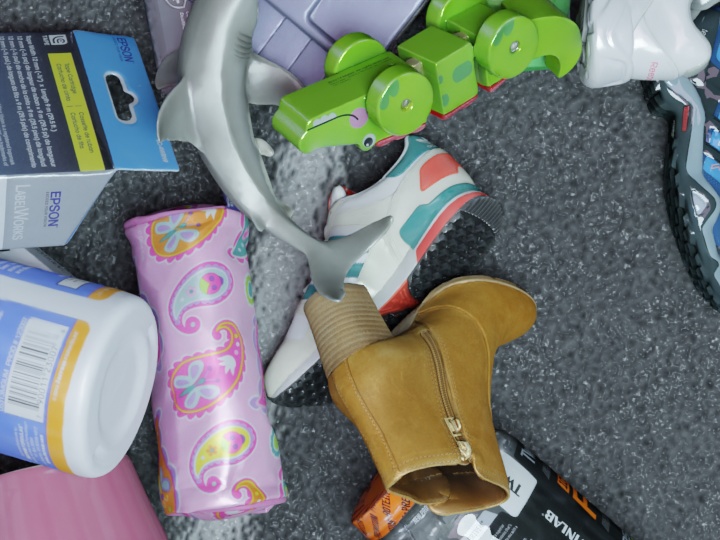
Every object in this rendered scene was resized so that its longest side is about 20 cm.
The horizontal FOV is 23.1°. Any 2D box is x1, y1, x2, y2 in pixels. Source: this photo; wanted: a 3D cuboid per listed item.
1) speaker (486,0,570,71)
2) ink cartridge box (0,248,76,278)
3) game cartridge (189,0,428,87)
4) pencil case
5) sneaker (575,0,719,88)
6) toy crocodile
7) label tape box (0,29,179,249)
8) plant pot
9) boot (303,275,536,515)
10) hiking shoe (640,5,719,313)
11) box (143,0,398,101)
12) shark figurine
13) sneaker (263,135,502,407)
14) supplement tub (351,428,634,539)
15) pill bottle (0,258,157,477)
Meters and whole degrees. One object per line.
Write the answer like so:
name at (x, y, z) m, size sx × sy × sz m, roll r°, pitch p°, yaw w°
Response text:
speaker at (0.087, -0.227, 1.108) m, size 0.087 × 0.088 × 0.202 m, roll -3°, pitch 94°, yaw 0°
ink cartridge box at (-0.266, 0.002, 1.145) m, size 0.200 × 0.044 × 0.094 m, roll 40°, pitch 93°, yaw -2°
game cartridge at (-0.004, -0.209, 1.069) m, size 0.129 × 0.038 × 0.201 m, roll 38°, pitch 101°, yaw 1°
pencil case at (-0.096, 0.056, 1.115) m, size 0.086 × 0.087 × 0.202 m, roll -8°, pitch 82°, yaw 1°
sneaker at (0.186, -0.200, 1.097) m, size 0.098 × 0.078 × 0.202 m, roll 6°, pitch 71°, yaw -1°
toy crocodile at (0.041, -0.113, 1.025) m, size 0.199 × 0.067 × 0.062 m, roll -28°, pitch 129°, yaw -23°
label tape box at (-0.225, -0.081, 1.081) m, size 0.198 × 0.144 × 0.067 m, roll -3°, pitch 134°, yaw -21°
plant pot at (-0.186, 0.218, 1.101) m, size 0.198 × 0.200 × 0.181 m, roll -16°, pitch 79°, yaw 1°
boot at (0.060, 0.078, 1.070) m, size 0.071 × 0.200 × 0.145 m, roll -47°, pitch 57°, yaw 34°
hiking shoe at (0.236, -0.073, 1.125) m, size 0.086 × 0.074 × 0.202 m, roll -12°, pitch 94°, yaw 2°
box at (-0.067, -0.219, 1.127) m, size 0.157 × 0.046 × 0.202 m, roll -9°, pitch 95°, yaw 1°
shark figurine at (-0.079, -0.073, 1.050) m, size 0.127 × 0.089 × 0.216 m, roll -20°, pitch 93°, yaw 36°
sneaker at (0.000, 0.000, 1.143) m, size 0.200 × 0.070 × 0.094 m, roll -47°, pitch 57°, yaw 18°
supplement tub at (0.098, 0.186, 1.122) m, size 0.200 × 0.123 × 0.123 m, roll 40°, pitch 93°, yaw -4°
pill bottle at (-0.232, 0.047, 1.060) m, size 0.198 × 0.112 × 0.113 m, roll 14°, pitch 95°, yaw 14°
